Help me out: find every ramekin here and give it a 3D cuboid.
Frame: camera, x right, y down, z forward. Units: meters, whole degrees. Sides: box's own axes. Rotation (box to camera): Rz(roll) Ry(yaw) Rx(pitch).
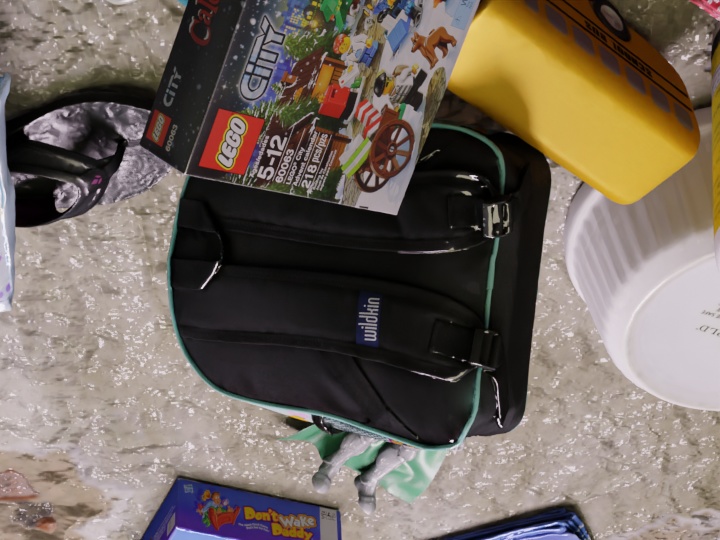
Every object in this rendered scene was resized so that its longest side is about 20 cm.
[{"bbox_3d":[0.229,0.001,0.917,0.201,0.094,0.203,-2,138,-2],"label":"ramekin"}]

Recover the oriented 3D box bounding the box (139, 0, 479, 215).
[{"bbox_3d":[-0.004,-0.130,0.668,0.136,0.038,0.201,7,108,-47],"label":"box"}]

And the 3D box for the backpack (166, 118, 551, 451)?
[{"bbox_3d":[0.000,0.000,0.837,0.199,0.177,0.153,6,-176,20],"label":"backpack"}]

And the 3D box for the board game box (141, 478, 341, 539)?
[{"bbox_3d":[-0.115,0.249,1.203,0.134,0.045,0.200,15,135,-19],"label":"board game box"}]

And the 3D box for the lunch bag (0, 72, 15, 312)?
[{"bbox_3d":[-0.281,-0.053,0.781,0.199,0.127,0.170,7,132,-1],"label":"lunch bag"}]

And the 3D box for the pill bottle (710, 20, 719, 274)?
[{"bbox_3d":[0.236,-0.044,0.775,0.111,0.201,0.111,5,153,3],"label":"pill bottle"}]

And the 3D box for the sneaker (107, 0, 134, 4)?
[{"bbox_3d":[-0.126,-0.207,0.670,0.074,0.089,0.200,-12,136,11],"label":"sneaker"}]

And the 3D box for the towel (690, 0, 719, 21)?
[{"bbox_3d":[0.234,-0.145,0.722,0.200,0.145,0.022,24,150,-28],"label":"towel"}]

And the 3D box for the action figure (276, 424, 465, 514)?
[{"bbox_3d":[0.043,0.092,1.039,0.118,0.055,0.200,25,127,-24],"label":"action figure"}]

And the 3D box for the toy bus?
[{"bbox_3d":[0.086,-0.117,0.788,0.200,0.078,0.065,30,128,-31],"label":"toy bus"}]

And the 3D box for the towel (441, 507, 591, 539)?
[{"bbox_3d":[0.136,0.269,1.258,0.144,0.024,0.200,-17,136,15],"label":"towel"}]

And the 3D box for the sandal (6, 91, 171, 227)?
[{"bbox_3d":[-0.195,-0.050,0.865,0.200,0.048,0.075,-11,137,10],"label":"sandal"}]

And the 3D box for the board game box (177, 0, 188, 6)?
[{"bbox_3d":[-0.084,-0.211,0.630,0.200,0.045,0.152,33,89,-38],"label":"board game box"}]
